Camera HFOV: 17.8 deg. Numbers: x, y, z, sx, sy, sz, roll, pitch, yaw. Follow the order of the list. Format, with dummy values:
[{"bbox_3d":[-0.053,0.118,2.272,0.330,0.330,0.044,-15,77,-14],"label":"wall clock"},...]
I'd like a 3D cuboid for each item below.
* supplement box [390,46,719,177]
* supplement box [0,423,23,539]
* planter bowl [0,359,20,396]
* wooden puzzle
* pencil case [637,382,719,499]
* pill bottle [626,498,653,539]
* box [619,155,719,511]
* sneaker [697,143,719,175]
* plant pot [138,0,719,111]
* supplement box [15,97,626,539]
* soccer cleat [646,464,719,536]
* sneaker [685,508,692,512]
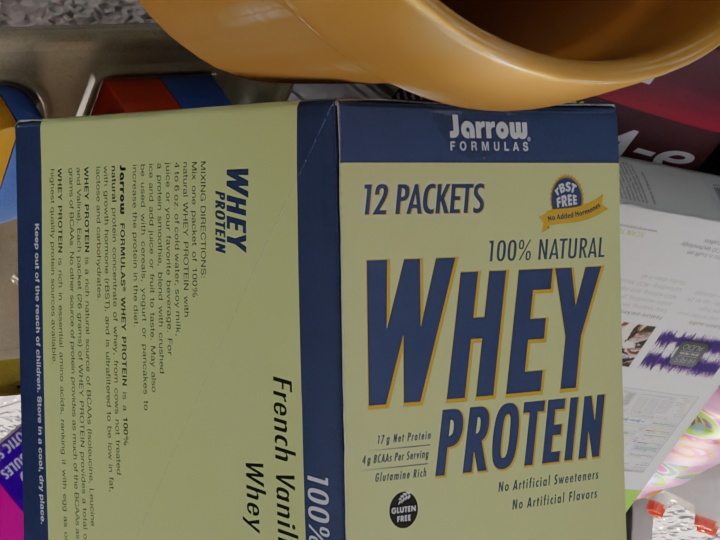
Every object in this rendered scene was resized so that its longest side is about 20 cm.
[{"bbox_3d":[0.069,-0.047,0.946,0.109,0.061,0.200,14,132,-28],"label":"supplement box"},{"bbox_3d":[-0.103,0.154,1.119,0.101,0.200,0.103,-40,180,-2],"label":"supplement box"},{"bbox_3d":[-0.179,0.005,1.095,0.200,0.084,0.200,1,151,1],"label":"planter bowl"},{"bbox_3d":[-0.135,-0.021,0.966,0.200,0.046,0.185,-2,134,-33],"label":"wooden puzzle"},{"bbox_3d":[0.156,0.056,1.084,0.087,0.088,0.200,12,162,-17],"label":"pencil case"},{"bbox_3d":[0.055,0.143,1.291,0.200,0.114,0.114,6,151,-5],"label":"pill bottle"},{"bbox_3d":[0.082,0.037,0.962,0.144,0.036,0.200,9,128,-28],"label":"box"},{"bbox_3d":[0.185,-0.069,0.934,0.082,0.073,0.200,-2,152,-14],"label":"sneaker"},{"bbox_3d":[0.010,-0.139,0.735,0.200,0.200,0.183,20,162,-28],"label":"plant pot"},{"bbox_3d":[-0.019,0.038,0.857,0.134,0.200,0.200,-3,-178,-40],"label":"supplement box"},{"bbox_3d":[0.121,0.076,1.225,0.200,0.078,0.069,20,172,8],"label":"soccer cleat"},{"bbox_3d":[0.267,0.110,1.254,0.200,0.079,0.089,-7,147,17],"label":"sneaker"}]
